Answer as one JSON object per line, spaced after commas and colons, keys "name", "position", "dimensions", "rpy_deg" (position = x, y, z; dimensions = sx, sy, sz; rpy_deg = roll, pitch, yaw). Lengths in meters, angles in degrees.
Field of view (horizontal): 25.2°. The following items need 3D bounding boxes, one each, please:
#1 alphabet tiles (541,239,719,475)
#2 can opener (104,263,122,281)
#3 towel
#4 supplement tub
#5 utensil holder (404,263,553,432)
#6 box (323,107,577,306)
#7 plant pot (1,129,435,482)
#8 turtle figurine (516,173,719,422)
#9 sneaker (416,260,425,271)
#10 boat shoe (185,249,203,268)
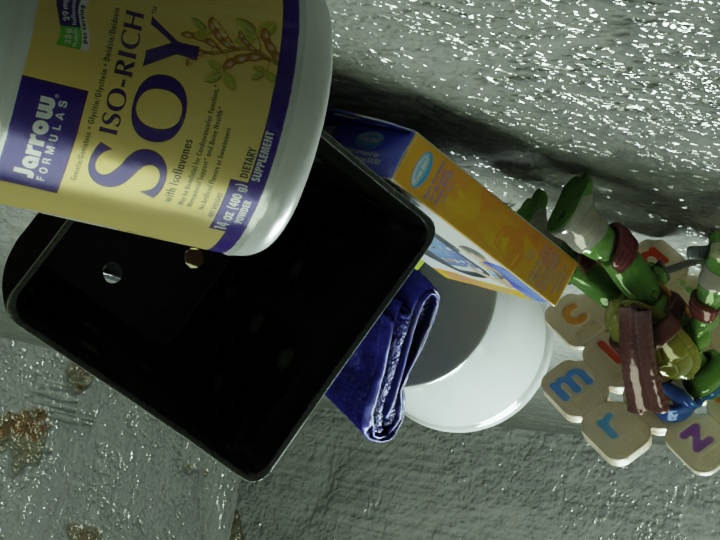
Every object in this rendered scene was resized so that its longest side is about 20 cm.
{"name": "alphabet tiles", "position": [0.242, 0.063, 1.227], "dimensions": [0.196, 0.200, 0.015], "rpy_deg": [47, 165, 37]}
{"name": "can opener", "position": [-0.178, 0.005, 1.413], "dimensions": [0.200, 0.063, 0.079], "rpy_deg": [37, -172, -14]}
{"name": "towel", "position": [-0.032, 0.016, 1.166], "dimensions": [0.050, 0.148, 0.200], "rpy_deg": [-17, -133, -36]}
{"name": "supplement tub", "position": [-0.127, -0.095, 0.788], "dimensions": [0.200, 0.146, 0.145], "rpy_deg": [12, 171, -18]}
{"name": "utensil holder", "position": [0.063, 0.040, 1.373], "dimensions": [0.170, 0.170, 0.200], "rpy_deg": [7, 168, 19]}
{"name": "box", "position": [0.042, -0.045, 1.081], "dimensions": [0.200, 0.042, 0.119], "rpy_deg": [33, 169, -37]}
{"name": "plant pot", "position": [-0.110, -0.017, 1.034], "dimensions": [0.200, 0.200, 0.177], "rpy_deg": [38, 174, -25]}
{"name": "turtle figurine", "position": [0.218, -0.011, 1.172], "dimensions": [0.194, 0.200, 0.144], "rpy_deg": [35, -168, -16]}
{"name": "sneaker", "position": [0.000, 0.000, 1.227], "dimensions": [0.078, 0.200, 0.066], "rpy_deg": [37, -154, 15]}
{"name": "boat shoe", "position": [-0.136, -0.034, 1.457], "dimensions": [0.200, 0.074, 0.069], "rpy_deg": [8, -170, 14]}
